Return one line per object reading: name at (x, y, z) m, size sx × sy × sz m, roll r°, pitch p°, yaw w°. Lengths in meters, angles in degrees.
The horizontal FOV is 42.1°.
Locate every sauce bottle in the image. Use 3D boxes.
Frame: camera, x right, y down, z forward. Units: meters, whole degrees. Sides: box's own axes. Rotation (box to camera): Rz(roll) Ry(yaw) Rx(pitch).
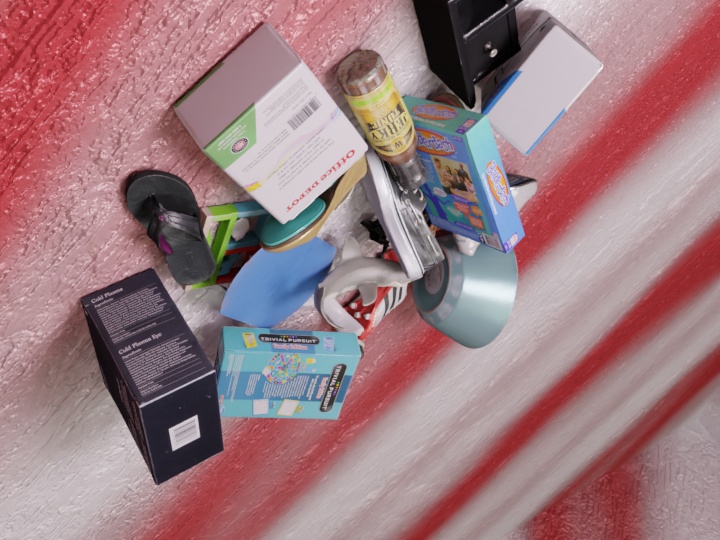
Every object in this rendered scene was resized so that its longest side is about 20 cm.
sauce bottle at (0.035, -0.184, 1.181) m, size 0.064 × 0.065 × 0.201 m, roll -37°, pitch 134°, yaw -3°

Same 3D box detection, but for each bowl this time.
bowl at (0.156, 0.022, 1.529) m, size 0.104 × 0.202 × 0.202 m, roll 9°, pitch 127°, yaw -28°

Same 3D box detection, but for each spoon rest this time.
spoon rest at (-0.066, 0.041, 1.431) m, size 0.099 × 0.061 × 0.200 m, roll -40°, pitch 136°, yaw 0°

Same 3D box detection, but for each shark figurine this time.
shark figurine at (-0.021, 0.002, 1.317) m, size 0.214 × 0.127 × 0.091 m, roll -24°, pitch 123°, yaw -48°

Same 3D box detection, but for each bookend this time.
bookend at (0.171, -0.338, 1.142) m, size 0.198 × 0.092 × 0.200 m, roll -36°, pitch 150°, yaw -6°

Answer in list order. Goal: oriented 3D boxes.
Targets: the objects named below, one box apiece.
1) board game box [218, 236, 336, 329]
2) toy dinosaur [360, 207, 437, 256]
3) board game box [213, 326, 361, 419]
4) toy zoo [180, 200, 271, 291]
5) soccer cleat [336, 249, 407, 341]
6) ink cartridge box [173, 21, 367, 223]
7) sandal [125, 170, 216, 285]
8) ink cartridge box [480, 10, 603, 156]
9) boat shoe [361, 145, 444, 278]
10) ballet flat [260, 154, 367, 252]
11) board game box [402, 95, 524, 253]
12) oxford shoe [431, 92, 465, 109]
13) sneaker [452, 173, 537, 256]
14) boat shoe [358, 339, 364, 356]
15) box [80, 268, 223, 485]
board game box at (-0.120, 0.002, 1.288) m, size 0.158 × 0.039 × 0.200 m, roll -48°, pitch 155°, yaw 6°
toy dinosaur at (0.090, -0.077, 1.404) m, size 0.136 × 0.102 × 0.201 m, roll -47°, pitch 130°, yaw -18°
board game box at (-0.114, 0.153, 1.367) m, size 0.197 × 0.047 × 0.152 m, roll 4°, pitch 134°, yaw -17°
toy zoo at (-0.141, -0.041, 1.263) m, size 0.198 × 0.021 × 0.132 m, roll -11°, pitch 139°, yaw -39°
soccer cleat at (0.029, 0.050, 1.524) m, size 0.085 × 0.069 × 0.201 m, roll 3°, pitch 126°, yaw -47°
ink cartridge box at (-0.098, -0.164, 1.087) m, size 0.145 × 0.084 × 0.200 m, roll -41°, pitch 150°, yaw 3°
sandal at (-0.219, -0.044, 1.128) m, size 0.075 × 0.048 × 0.201 m, roll -24°, pitch 141°, yaw -3°
ink cartridge box at (0.231, -0.252, 1.231) m, size 0.146 × 0.084 × 0.200 m, roll -51°, pitch -172°, yaw 20°
boat shoe at (0.058, -0.089, 1.300) m, size 0.070 × 0.072 × 0.202 m, roll -27°, pitch 113°, yaw -7°
ballet flat at (-0.051, -0.084, 1.203) m, size 0.201 × 0.068 × 0.063 m, roll -52°, pitch 143°, yaw -21°
board game box at (0.129, -0.129, 1.249) m, size 0.045 × 0.151 × 0.201 m, roll -42°, pitch 131°, yaw -20°
oxford shoe at (0.144, -0.195, 1.349) m, size 0.075 × 0.070 × 0.201 m, roll -62°, pitch 152°, yaw -23°
sneaker at (0.209, -0.094, 1.482) m, size 0.199 × 0.074 × 0.088 m, roll -30°, pitch 124°, yaw -32°
boat shoe at (-0.088, 0.137, 1.443) m, size 0.197 × 0.068 × 0.072 m, roll 0°, pitch 151°, yaw -18°
box at (-0.265, 0.138, 1.206) m, size 0.103 × 0.183 × 0.201 m, roll -25°, pitch 147°, yaw -23°
